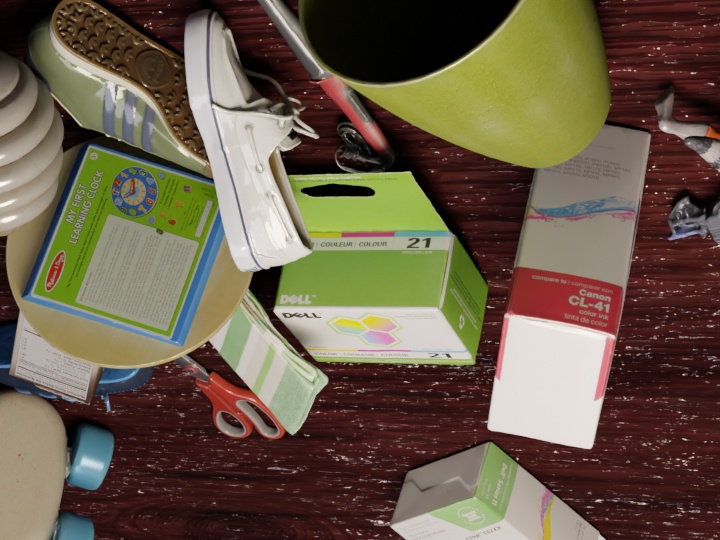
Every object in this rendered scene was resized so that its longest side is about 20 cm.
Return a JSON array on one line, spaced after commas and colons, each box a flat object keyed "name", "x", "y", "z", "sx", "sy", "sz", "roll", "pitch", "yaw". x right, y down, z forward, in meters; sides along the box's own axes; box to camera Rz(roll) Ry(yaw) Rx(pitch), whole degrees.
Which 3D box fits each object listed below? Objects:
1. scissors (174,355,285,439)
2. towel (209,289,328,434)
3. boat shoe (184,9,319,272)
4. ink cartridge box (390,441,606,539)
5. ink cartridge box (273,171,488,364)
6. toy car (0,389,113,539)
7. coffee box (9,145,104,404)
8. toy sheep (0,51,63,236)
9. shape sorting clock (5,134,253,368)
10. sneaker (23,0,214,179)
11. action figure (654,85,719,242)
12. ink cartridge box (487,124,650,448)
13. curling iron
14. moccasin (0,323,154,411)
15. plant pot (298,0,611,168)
[{"name": "scissors", "x": -0.141, "y": 0.094, "z": 2.007, "sx": 0.073, "sy": 0.014, "sz": 0.200, "roll": -8, "pitch": 134, "yaw": 34}, {"name": "towel", "x": -0.106, "y": 0.039, "z": 1.811, "sx": 0.200, "sy": 0.023, "sz": 0.153, "roll": 49, "pitch": 160, "yaw": 8}, {"name": "boat shoe", "x": -0.072, "y": -0.102, "z": 1.641, "sx": 0.086, "sy": 0.075, "sz": 0.203, "roll": -10, "pitch": 99, "yaw": 14}, {"name": "ink cartridge box", "x": 0.140, "y": 0.254, "z": 2.039, "sx": 0.200, "sy": 0.068, "sz": 0.117, "roll": 40, "pitch": 138, "yaw": -25}, {"name": "ink cartridge box", "x": 0.000, "y": 0.000, "z": 1.739, "sx": 0.147, "sy": 0.076, "sz": 0.200, "roll": 0, "pitch": 154, "yaw": 22}, {"name": "toy car", "x": -0.365, "y": 0.221, "z": 2.145, "sx": 0.184, "sy": 0.178, "sz": 0.200, "roll": 17, "pitch": 157, "yaw": -17}, {"name": "coffee box", "x": -0.237, "y": 0.007, "z": 1.853, "sx": 0.079, "sy": 0.115, "sz": 0.200, "roll": 20, "pitch": 144, "yaw": -1}, {"name": "toy sheep", "x": -0.290, "y": -0.105, "z": 1.659, "sx": 0.137, "sy": 0.138, "sz": 0.201, "roll": 6, "pitch": 137, "yaw": 16}, {"name": "shape sorting clock", "x": -0.181, "y": -0.017, "z": 1.727, "sx": 0.199, "sy": 0.201, "sz": 0.039, "roll": 16, "pitch": 160, "yaw": 4}, {"name": "sneaker", "x": -0.177, "y": -0.133, "z": 1.701, "sx": 0.200, "sy": 0.067, "sz": 0.090, "roll": 37, "pitch": 147, "yaw": -23}, {"name": "action figure", "x": 0.283, "y": -0.049, "z": 1.578, "sx": 0.199, "sy": 0.105, "sz": 0.194, "roll": -21, "pitch": 119, "yaw": 39}, {"name": "ink cartridge box", "x": 0.155, "y": 0.007, "z": 1.617, "sx": 0.085, "sy": 0.201, "sz": 0.148, "roll": 12, "pitch": 143, "yaw": 8}, {"name": "curling iron", "x": -0.031, "y": -0.143, "z": 1.651, "sx": 0.049, "sy": 0.026, "sz": 0.200, "roll": -10, "pitch": 134, "yaw": 29}, {"name": "moccasin", "x": -0.259, "y": 0.083, "z": 2.002, "sx": 0.199, "sy": 0.081, "sz": 0.068, "roll": 7, "pitch": 149, "yaw": 38}, {"name": "plant pot", "x": 0.088, "y": -0.158, "z": 1.482, "sx": 0.186, "sy": 0.188, "sz": 0.200, "roll": -8, "pitch": 151, "yaw": 30}]
